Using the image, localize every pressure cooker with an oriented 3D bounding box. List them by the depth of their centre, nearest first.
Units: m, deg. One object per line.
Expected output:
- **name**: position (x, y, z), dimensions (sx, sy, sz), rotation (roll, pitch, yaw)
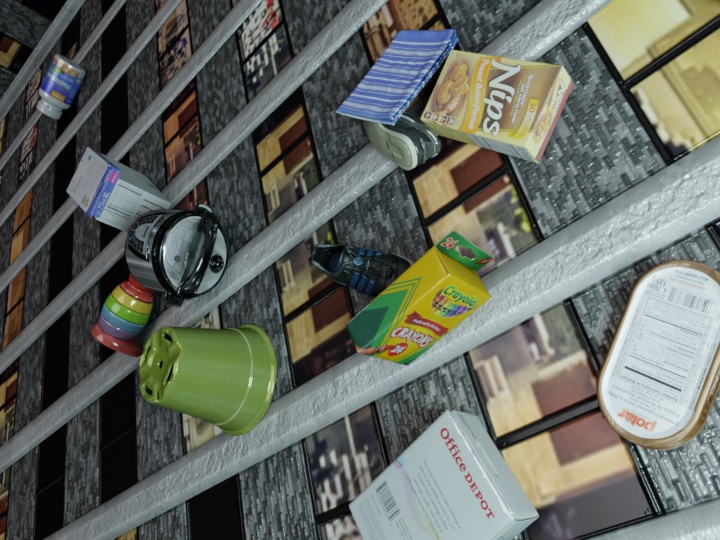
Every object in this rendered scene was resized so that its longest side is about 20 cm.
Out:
- **pressure cooker**: position (-0.368, -0.038, 1.167), dimensions (0.195, 0.177, 0.182), rotation (8, 119, 41)

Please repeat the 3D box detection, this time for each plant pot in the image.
- **plant pot**: position (-0.280, 0.181, 1.003), dimensions (0.195, 0.187, 0.208), rotation (-14, 67, 36)

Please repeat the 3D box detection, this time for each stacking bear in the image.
- **stacking bear**: position (-0.526, 0.074, 1.314), dimensions (0.120, 0.113, 0.205), rotation (30, 91, 42)

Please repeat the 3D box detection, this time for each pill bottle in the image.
- **pill bottle**: position (-1.081, -0.656, 2.040), dimensions (0.112, 0.111, 0.204), rotation (38, 101, 41)

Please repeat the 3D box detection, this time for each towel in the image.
- **towel**: position (0.060, -0.329, 0.945), dimensions (0.143, 0.024, 0.202), rotation (23, 70, 43)

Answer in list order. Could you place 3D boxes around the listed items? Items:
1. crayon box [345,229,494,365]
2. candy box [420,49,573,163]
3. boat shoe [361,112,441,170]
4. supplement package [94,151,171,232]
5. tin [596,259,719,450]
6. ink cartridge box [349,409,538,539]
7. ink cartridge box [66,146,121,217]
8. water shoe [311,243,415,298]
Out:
- **crayon box**: position (0.090, 0.045, 0.766), dimensions (0.199, 0.125, 0.052), rotation (-43, 53, 22)
- **candy box**: position (0.191, -0.242, 0.822), dimensions (0.197, 0.055, 0.119), rotation (29, 95, 43)
- **boat shoe**: position (0.059, -0.229, 0.941), dimensions (0.066, 0.073, 0.200), rotation (-27, 42, -13)
- **supplement package**: position (-0.596, -0.187, 1.426), dimensions (0.199, 0.154, 0.113), rotation (38, 98, 41)
- **tin**: position (0.326, 0.088, 0.607), dimensions (0.110, 0.041, 0.206), rotation (22, 90, 47)
- **ink cartridge box**: position (0.098, 0.298, 0.703), dimensions (0.201, 0.082, 0.148), rotation (-48, 50, 18)
- **ink cartridge box**: position (-0.616, -0.202, 1.316), dimensions (0.198, 0.041, 0.122), rotation (31, 95, 45)
- **water shoe**: position (0.000, 0.000, 0.892), dimensions (0.195, 0.078, 0.074), rotation (8, 80, 42)
